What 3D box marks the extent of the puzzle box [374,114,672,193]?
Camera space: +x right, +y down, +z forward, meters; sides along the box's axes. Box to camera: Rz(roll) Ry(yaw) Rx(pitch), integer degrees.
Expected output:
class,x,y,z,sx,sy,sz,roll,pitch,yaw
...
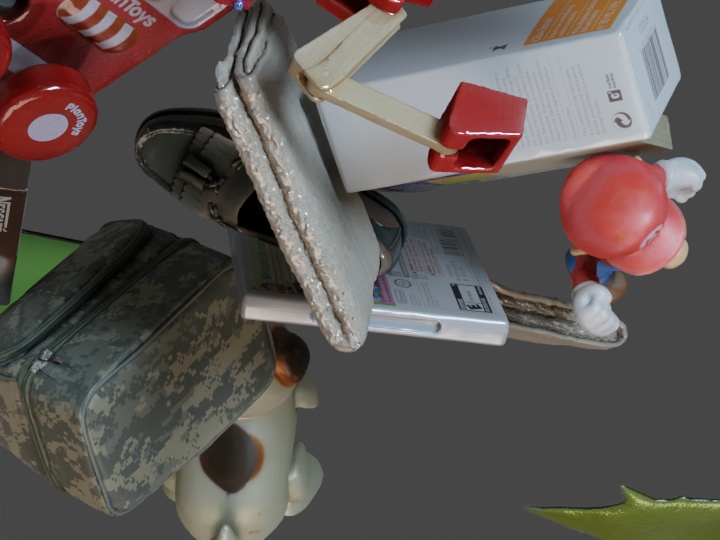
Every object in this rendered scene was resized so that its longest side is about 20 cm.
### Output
class,x,y,z,sx,sy,sz,roll,pitch,yaw
puzzle box,0.095,-0.080,1.490,0.200,0.025,0.133,-9,176,22

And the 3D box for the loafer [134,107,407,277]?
class,x,y,z,sx,sy,sz,roll,pitch,yaw
loafer,-0.062,-0.052,1.519,0.200,0.063,0.072,23,113,-4

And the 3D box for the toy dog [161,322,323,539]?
class,x,y,z,sx,sy,sz,roll,pitch,yaw
toy dog,-0.107,0.113,1.814,0.139,0.194,0.200,12,123,10

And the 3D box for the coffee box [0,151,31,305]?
class,x,y,z,sx,sy,sz,roll,pitch,yaw
coffee box,-0.292,-0.055,1.572,0.114,0.080,0.200,7,155,-11

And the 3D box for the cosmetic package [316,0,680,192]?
class,x,y,z,sx,sy,sz,roll,pitch,yaw
cosmetic package,0.085,-0.113,1.369,0.200,0.101,0.071,-10,112,23

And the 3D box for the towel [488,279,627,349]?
class,x,y,z,sx,sy,sz,roll,pitch,yaw
towel,0.090,0.027,1.723,0.200,0.035,0.133,13,176,-28

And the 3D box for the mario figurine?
class,x,y,z,sx,sy,sz,roll,pitch,yaw
mario figurine,0.190,-0.017,1.525,0.106,0.124,0.200,-5,174,4

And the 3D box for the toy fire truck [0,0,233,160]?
class,x,y,z,sx,sy,sz,roll,pitch,yaw
toy fire truck,-0.184,-0.171,1.310,0.168,0.112,0.200,-33,144,14

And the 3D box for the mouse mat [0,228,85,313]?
class,x,y,z,sx,sy,sz,roll,pitch,yaw
mouse mat,-0.275,0.010,1.798,0.161,0.008,0.200,12,152,-19

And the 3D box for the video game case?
class,x,y,z,sx,sy,sz,roll,pitch,yaw
video game case,0.000,0.000,1.579,0.182,0.022,0.200,7,-160,-9

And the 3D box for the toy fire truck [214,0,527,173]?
class,x,y,z,sx,sy,sz,roll,pitch,yaw
toy fire truck,-0.003,-0.140,1.278,0.200,0.141,0.049,12,154,-10

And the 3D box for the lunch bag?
class,x,y,z,sx,sy,sz,roll,pitch,yaw
lunch bag,-0.188,0.061,1.628,0.168,0.200,0.139,22,143,36

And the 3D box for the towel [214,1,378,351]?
class,x,y,z,sx,sy,sz,roll,pitch,yaw
towel,-0.038,-0.058,1.382,0.034,0.133,0.200,-17,114,14
